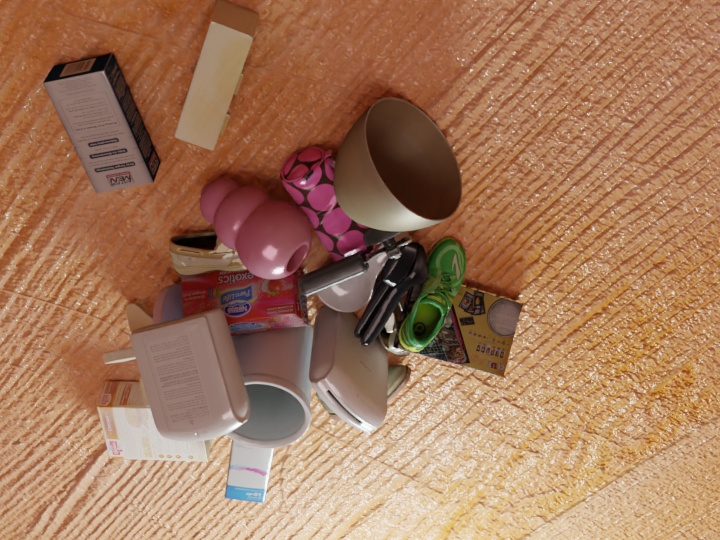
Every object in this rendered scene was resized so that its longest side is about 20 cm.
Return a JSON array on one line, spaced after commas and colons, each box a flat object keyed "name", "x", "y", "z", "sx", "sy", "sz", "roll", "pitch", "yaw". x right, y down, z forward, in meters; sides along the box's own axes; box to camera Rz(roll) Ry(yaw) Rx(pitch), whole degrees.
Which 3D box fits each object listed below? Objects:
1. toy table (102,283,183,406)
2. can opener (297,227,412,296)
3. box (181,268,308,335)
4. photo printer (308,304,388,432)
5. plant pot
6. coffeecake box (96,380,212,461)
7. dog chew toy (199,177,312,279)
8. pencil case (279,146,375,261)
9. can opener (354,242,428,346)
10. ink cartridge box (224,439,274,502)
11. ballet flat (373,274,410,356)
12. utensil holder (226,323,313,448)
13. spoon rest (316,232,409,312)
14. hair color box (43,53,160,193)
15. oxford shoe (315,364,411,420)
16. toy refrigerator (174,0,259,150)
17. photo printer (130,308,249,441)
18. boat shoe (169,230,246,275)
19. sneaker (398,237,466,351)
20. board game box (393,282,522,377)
[{"name": "toy table", "x": -0.350, "y": 0.135, "z": 1.683, "sx": 0.117, "sy": 0.201, "sz": 0.184, "roll": -15, "pitch": 161, "yaw": 27}, {"name": "can opener", "x": -0.010, "y": -0.020, "z": 1.514, "sx": 0.199, "sy": 0.053, "sz": 0.067, "roll": -27, "pitch": 94, "yaw": 9}, {"name": "box", "x": -0.196, "y": 0.051, "z": 1.619, "sx": 0.199, "sy": 0.100, "sz": 0.095, "roll": -8, "pitch": 164, "yaw": 9}, {"name": "photo printer", "x": -0.019, "y": 0.175, "z": 1.670, "sx": 0.069, "sy": 0.200, "sz": 0.166, "roll": -29, "pitch": 122, "yaw": 24}, {"name": "plant pot", "x": 0.037, "y": -0.139, "z": 1.428, "sx": 0.200, "sy": 0.201, "sz": 0.134, "roll": 37, "pitch": 136, "yaw": -25}, {"name": "coffeecake box", "x": -0.400, "y": 0.297, "z": 1.868, "sx": 0.199, "sy": 0.073, "sz": 0.154, "roll": 2, "pitch": 130, "yaw": 1}, {"name": "dog chew toy", "x": -0.174, "y": -0.075, "z": 1.506, "sx": 0.200, "sy": 0.124, "sz": 0.125, "roll": 35, "pitch": 130, "yaw": 17}, {"name": "pencil case", "x": -0.044, "y": -0.101, "z": 1.521, "sx": 0.093, "sy": 0.091, "sz": 0.200, "roll": -26, "pitch": 126, "yaw": 10}, {"name": "can opener", "x": 0.047, "y": 0.037, "z": 1.587, "sx": 0.078, "sy": 0.063, "sz": 0.200, "roll": 21, "pitch": 113, "yaw": -24}, {"name": "ink cartridge box", "x": -0.206, "y": 0.328, "z": 1.838, "sx": 0.084, "sy": 0.145, "sz": 0.200, "roll": 8, "pitch": 130, "yaw": -4}, {"name": "ballet flat", "x": 0.055, "y": 0.098, "z": 1.689, "sx": 0.068, "sy": 0.067, "sz": 0.200, "roll": -9, "pitch": 129, "yaw": 11}, {"name": "utensil holder", "x": -0.165, "y": 0.184, "z": 1.683, "sx": 0.169, "sy": 0.200, "sz": 0.170, "roll": 1, "pitch": 129, "yaw": 1}, {"name": "spoon rest", "x": 0.000, "y": 0.000, "z": 1.612, "sx": 0.099, "sy": 0.061, "sz": 0.200, "roll": 38, "pitch": 120, "yaw": -12}, {"name": "hair color box", "x": -0.390, "y": -0.222, "z": 1.451, "sx": 0.100, "sy": 0.061, "sz": 0.200, "roll": -9, "pitch": 128, "yaw": 10}, {"name": "oxford shoe", "x": 0.003, "y": 0.220, "z": 1.790, "sx": 0.200, "sy": 0.071, "sz": 0.074, "roll": -30, "pitch": 120, "yaw": 24}, {"name": "toy refrigerator", "x": -0.207, "y": -0.281, "z": 1.385, "sx": 0.070, "sy": 0.076, "sz": 0.200, "roll": 19, "pitch": 127, "yaw": -13}, {"name": "photo printer", "x": -0.272, "y": 0.175, "z": 1.538, "sx": 0.166, "sy": 0.069, "sz": 0.201, "roll": -15, "pitch": 93, "yaw": 23}, {"name": "boat shoe", "x": -0.224, "y": -0.041, "z": 1.583, "sx": 0.199, "sy": 0.074, "sz": 0.067, "roll": -11, "pitch": 125, "yaw": 5}, {"name": "sneaker", "x": 0.130, "y": 0.044, "z": 1.584, "sx": 0.074, "sy": 0.084, "sz": 0.201, "roll": 22, "pitch": 85, "yaw": -10}, {"name": "board game box", "x": 0.169, "y": 0.095, "z": 1.652, "sx": 0.199, "sy": 0.035, "sz": 0.136, "roll": 17, "pitch": 86, "yaw": -10}]
